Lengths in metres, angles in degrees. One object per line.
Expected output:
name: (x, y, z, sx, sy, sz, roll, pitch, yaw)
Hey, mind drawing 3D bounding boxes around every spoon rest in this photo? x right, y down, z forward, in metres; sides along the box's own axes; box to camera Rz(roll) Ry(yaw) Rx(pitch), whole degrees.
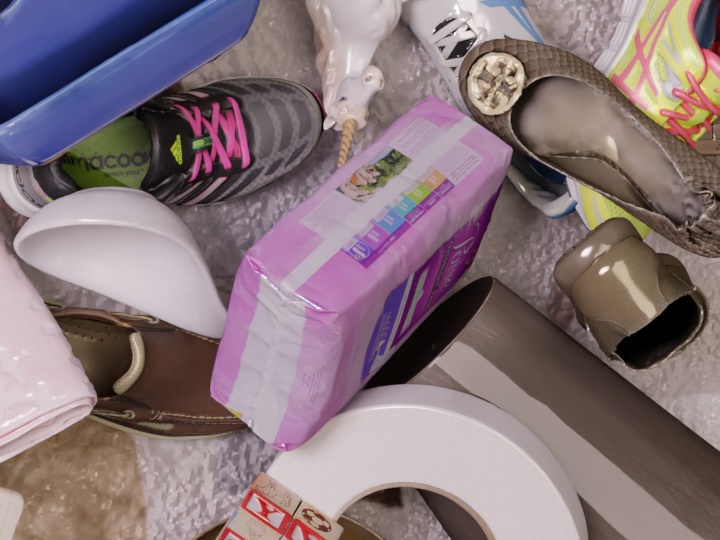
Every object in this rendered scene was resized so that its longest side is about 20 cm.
spoon rest: (-0.106, -0.001, 1.178, 0.199, 0.099, 0.061, 15, 66, -47)

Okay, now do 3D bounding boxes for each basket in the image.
basket: (0.107, 0.112, 1.261, 0.180, 0.136, 0.200, -40, 100, 14)

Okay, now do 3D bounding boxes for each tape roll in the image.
tape roll: (0.032, 0.166, 1.206, 0.201, 0.037, 0.204, 3, 107, 10)

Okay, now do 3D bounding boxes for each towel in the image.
towel: (-0.268, 0.037, 1.127, 0.190, 0.032, 0.200, -26, 63, -16)

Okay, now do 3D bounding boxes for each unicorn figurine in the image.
unicorn figurine: (-0.010, -0.174, 1.227, 0.137, 0.074, 0.200, -48, 67, 22)

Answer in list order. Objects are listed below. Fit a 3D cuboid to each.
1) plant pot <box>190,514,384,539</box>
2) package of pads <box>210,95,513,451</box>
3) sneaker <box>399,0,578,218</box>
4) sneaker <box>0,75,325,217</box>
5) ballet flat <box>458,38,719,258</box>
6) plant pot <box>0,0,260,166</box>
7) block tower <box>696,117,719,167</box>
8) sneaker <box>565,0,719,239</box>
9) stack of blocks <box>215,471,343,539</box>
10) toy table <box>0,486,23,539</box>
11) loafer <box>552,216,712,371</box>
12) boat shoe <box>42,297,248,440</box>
plant pot: (-0.050, 0.241, 1.267, 0.199, 0.027, 0.202, -1, 93, -18)
package of pads: (0.000, 0.000, 1.184, 0.075, 0.121, 0.200, 34, 45, 14)
sneaker: (0.082, -0.119, 1.269, 0.072, 0.073, 0.200, -32, 106, 22)
sneaker: (-0.107, -0.070, 1.205, 0.199, 0.087, 0.074, -11, 95, -19)
ballet flat: (0.140, -0.071, 1.207, 0.200, 0.046, 0.068, 36, 107, 12)
plant pot: (-0.180, -0.168, 1.118, 0.200, 0.200, 0.181, -35, 109, -22)
block tower: (0.219, -0.124, 1.331, 0.057, 0.054, 0.202, -4, 93, -18)
sneaker: (0.186, -0.106, 1.242, 0.078, 0.090, 0.201, 13, 95, -40)
stack of blocks: (-0.095, 0.223, 1.165, 0.058, 0.115, 0.201, 34, 107, 0)
toy table: (-0.245, 0.197, 1.134, 0.183, 0.117, 0.201, 4, 99, -37)
loafer: (0.170, 0.028, 1.258, 0.076, 0.200, 0.068, -38, 66, 12)
boat shoe: (-0.135, 0.059, 1.207, 0.201, 0.075, 0.075, 9, 89, -19)
